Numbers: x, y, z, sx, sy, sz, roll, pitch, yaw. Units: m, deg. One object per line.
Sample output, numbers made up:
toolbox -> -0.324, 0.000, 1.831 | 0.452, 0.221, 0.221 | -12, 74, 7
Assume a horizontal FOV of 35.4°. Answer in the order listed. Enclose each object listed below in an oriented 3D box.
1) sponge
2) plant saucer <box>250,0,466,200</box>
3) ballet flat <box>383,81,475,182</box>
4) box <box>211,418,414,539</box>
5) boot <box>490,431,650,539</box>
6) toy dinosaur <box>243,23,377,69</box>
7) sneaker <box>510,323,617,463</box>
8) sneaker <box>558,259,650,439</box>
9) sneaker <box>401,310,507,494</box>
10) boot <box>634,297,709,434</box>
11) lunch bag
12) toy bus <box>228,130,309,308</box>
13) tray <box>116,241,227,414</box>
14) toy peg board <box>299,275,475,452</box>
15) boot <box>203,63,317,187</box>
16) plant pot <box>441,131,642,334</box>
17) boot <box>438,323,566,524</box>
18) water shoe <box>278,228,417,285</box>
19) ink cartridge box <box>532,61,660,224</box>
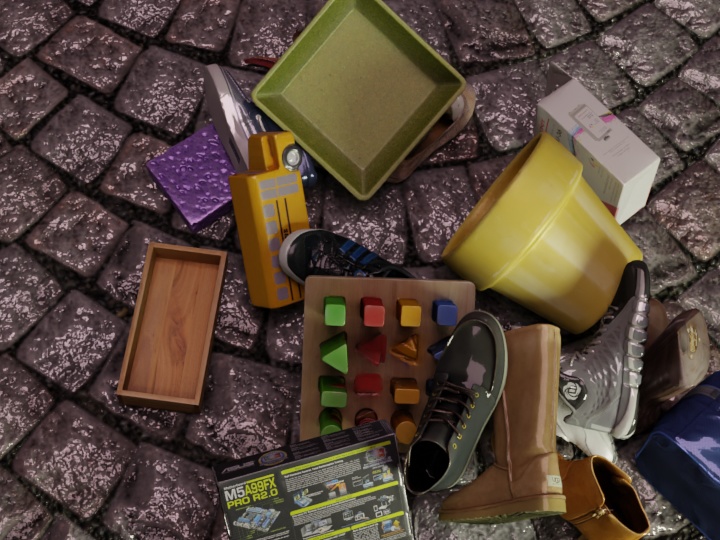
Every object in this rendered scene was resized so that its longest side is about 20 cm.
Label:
sponge -> -0.170, -0.145, 1.475 | 0.199, 0.030, 0.112 | -35, 71, -19
plant saucer -> -0.002, -0.227, 1.420 | 0.200, 0.048, 0.200 | 42, 97, -5
ballet flat -> 0.094, -0.196, 1.496 | 0.068, 0.067, 0.201 | 33, 66, 12
box -> -0.047, 0.264, 1.217 | 0.197, 0.044, 0.162 | -15, 107, -11
boot -> 0.233, 0.226, 1.248 | 0.070, 0.145, 0.202 | -33, 70, -23
toy dinosaur -> -0.037, -0.235, 1.525 | 0.198, 0.105, 0.184 | -21, 72, 23
sneaker -> 0.224, 0.160, 1.335 | 0.087, 0.075, 0.200 | -40, 68, -2
sneaker -> 0.263, 0.082, 1.269 | 0.114, 0.075, 0.203 | 7, 80, 13
sneaker -> 0.103, 0.142, 1.193 | 0.074, 0.106, 0.203 | 15, 92, 15
boot -> 0.355, 0.077, 1.300 | 0.063, 0.201, 0.188 | 11, 63, 2
lunch bag -> 0.428, 0.222, 1.269 | 0.132, 0.136, 0.200 | -39, 73, -20
toy bus -> -0.106, -0.063, 1.357 | 0.078, 0.065, 0.203 | -18, 105, -34
tray -> -0.225, 0.068, 1.362 | 0.097, 0.037, 0.202 | 7, 64, 0
toy peg board -> 0.032, 0.114, 1.269 | 0.196, 0.098, 0.203 | 2, 96, -2
boot -> -0.130, -0.182, 1.448 | 0.089, 0.073, 0.202 | -18, 75, -20
plant pot -> 0.229, -0.033, 1.363 | 0.188, 0.201, 0.201 | 38, 66, -2
boot -> 0.158, 0.177, 1.261 | 0.066, 0.174, 0.203 | 20, 62, -44
water shoe -> 0.000, 0.000, 1.341 | 0.198, 0.079, 0.072 | 19, 83, -27
ink cartridge box -> 0.286, -0.162, 1.457 | 0.067, 0.117, 0.200 | -34, 65, -14
